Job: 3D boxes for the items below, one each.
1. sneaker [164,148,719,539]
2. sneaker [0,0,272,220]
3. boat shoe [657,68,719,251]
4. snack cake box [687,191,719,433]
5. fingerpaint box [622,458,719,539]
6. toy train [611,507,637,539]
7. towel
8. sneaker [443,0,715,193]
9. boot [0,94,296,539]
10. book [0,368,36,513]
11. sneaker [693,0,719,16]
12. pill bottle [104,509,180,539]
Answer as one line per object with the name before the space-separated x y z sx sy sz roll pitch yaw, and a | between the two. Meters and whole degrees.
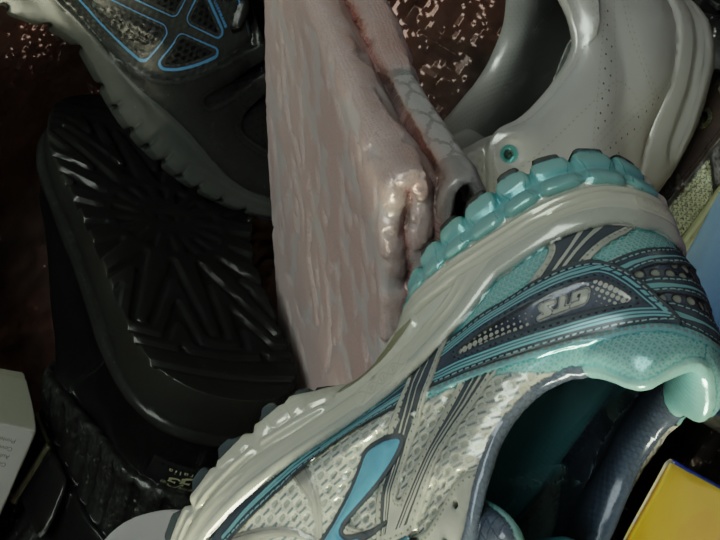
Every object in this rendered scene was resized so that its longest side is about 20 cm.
sneaker | 0.017 0.065 0.581 0.200 0.077 0.086 -53 39 22
sneaker | -0.062 -0.093 0.790 0.082 0.200 0.073 -40 29 22
boat shoe | 0.114 -0.032 0.754 0.066 0.072 0.201 33 96 24
snack cake box | 0.173 -0.030 0.700 0.067 0.115 0.201 28 89 28
fingerpaint box | 0.164 0.134 0.611 0.166 0.200 0.074 28 87 29
toy train | 0.041 0.171 0.731 0.114 0.085 0.201 0 75 35
towel | 0.000 0.000 0.709 0.032 0.201 0.191 -7 36 -11
sneaker | 0.048 -0.005 0.700 0.075 0.088 0.201 2 76 44
boot | -0.096 0.045 0.830 0.211 0.079 0.158 -107 34 -52
book | -0.212 0.111 0.791 0.200 0.133 0.048 -61 29 28
sneaker | 0.058 -0.145 0.762 0.067 0.199 0.091 -63 26 25
pill bottle | -0.083 0.181 0.728 0.116 0.116 0.200 46 122 28
